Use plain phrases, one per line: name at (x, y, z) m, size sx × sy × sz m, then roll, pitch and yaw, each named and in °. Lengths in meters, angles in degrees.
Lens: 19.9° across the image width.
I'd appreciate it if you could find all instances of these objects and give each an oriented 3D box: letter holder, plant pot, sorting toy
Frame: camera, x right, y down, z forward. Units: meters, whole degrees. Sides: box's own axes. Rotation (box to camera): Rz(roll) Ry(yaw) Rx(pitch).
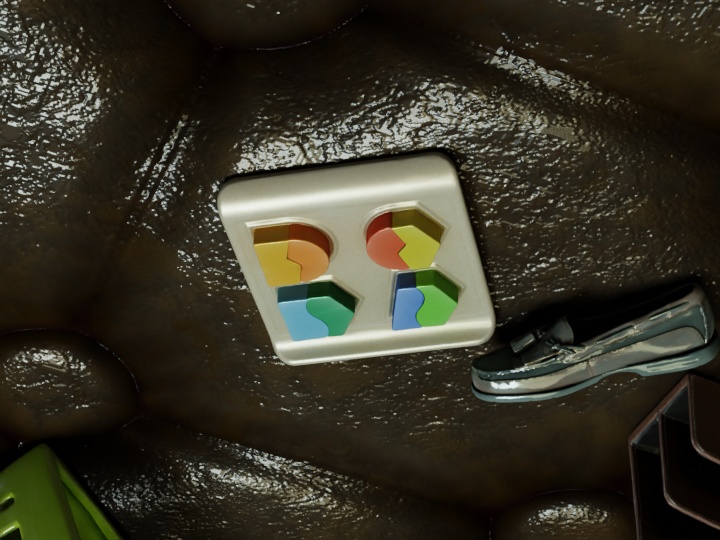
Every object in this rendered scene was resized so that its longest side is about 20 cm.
letter holder at (0.334, 0.194, 1.697) m, size 0.199 × 0.143 × 0.101 m, roll 19°, pitch 135°, yaw -17°
plant pot at (-0.284, 0.307, 1.772) m, size 0.181 × 0.199 × 0.200 m, roll -29°, pitch 131°, yaw 0°
sorting toy at (0.000, 0.000, 1.581) m, size 0.184 × 0.037 × 0.201 m, roll -7°, pitch 136°, yaw 10°

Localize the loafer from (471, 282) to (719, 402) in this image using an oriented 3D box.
loafer at (0.181, 0.052, 1.618) m, size 0.199 × 0.072 × 0.063 m, roll -11°, pitch 116°, yaw 5°
